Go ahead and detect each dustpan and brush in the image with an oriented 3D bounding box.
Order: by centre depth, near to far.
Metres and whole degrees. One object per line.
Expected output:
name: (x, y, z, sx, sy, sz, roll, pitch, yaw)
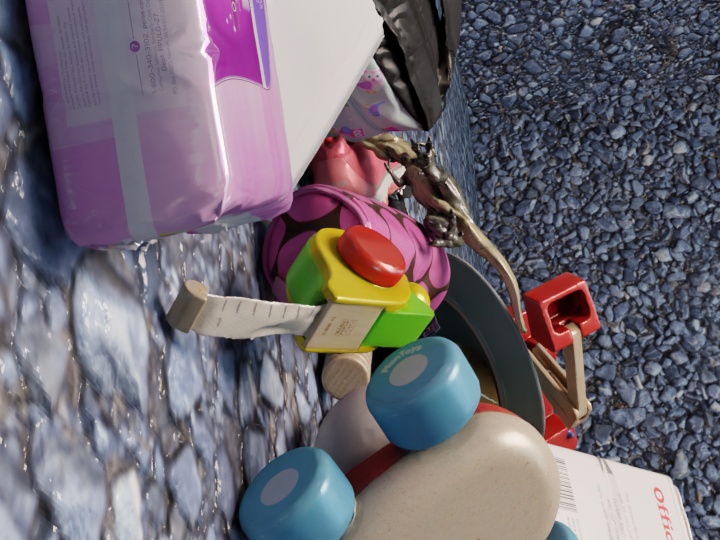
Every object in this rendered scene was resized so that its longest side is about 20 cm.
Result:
dustpan and brush: (-0.067, -0.146, 0.565, 0.141, 0.057, 0.200, -60, 150, -16)

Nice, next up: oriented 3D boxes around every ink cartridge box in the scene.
ink cartridge box: (0.161, 0.217, 0.798, 0.197, 0.085, 0.148, 18, 48, -30)

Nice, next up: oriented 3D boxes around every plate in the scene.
plate: (0.099, 0.081, 0.974, 0.201, 0.025, 0.202, 52, -25, 36)

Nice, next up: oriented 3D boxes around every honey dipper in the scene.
honey dipper: (-0.006, 0.046, 0.885, 0.201, 0.037, 0.039, -81, 161, -69)

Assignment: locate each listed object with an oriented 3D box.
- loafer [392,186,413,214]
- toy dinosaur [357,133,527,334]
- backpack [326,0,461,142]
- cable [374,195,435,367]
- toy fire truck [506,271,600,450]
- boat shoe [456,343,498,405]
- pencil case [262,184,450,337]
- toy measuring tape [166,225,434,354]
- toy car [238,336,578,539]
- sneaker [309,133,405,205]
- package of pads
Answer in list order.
loafer: (0.031, -0.083, 1.080, 0.068, 0.069, 0.205, -49, 131, -78)
toy dinosaur: (0.060, -0.045, 0.778, 0.201, 0.047, 0.088, 55, 7, 20)
backpack: (-0.009, -0.188, 0.746, 0.201, 0.125, 0.168, 59, 43, -39)
cable: (0.039, 0.042, 0.989, 0.164, 0.050, 0.203, -112, -165, -52)
toy fire truck: (0.162, 0.094, 0.936, 0.141, 0.048, 0.203, 24, -45, 62)
boat shoe: (0.072, 0.158, 0.872, 0.072, 0.063, 0.204, 19, 56, -33)
pencil case: (0.000, 0.000, 0.746, 0.091, 0.094, 0.200, 51, 12, 19)
toy measuring tape: (-0.033, 0.007, 0.579, 0.198, 0.073, 0.075, 6, 74, -48)
toy car: (0.011, 0.139, 0.668, 0.186, 0.176, 0.200, 55, -12, -23)
sneaker: (-0.001, -0.100, 0.902, 0.201, 0.072, 0.088, -74, 153, -67)
package of pads: (-0.082, -0.113, 0.431, 0.120, 0.074, 0.204, -32, 114, -81)
